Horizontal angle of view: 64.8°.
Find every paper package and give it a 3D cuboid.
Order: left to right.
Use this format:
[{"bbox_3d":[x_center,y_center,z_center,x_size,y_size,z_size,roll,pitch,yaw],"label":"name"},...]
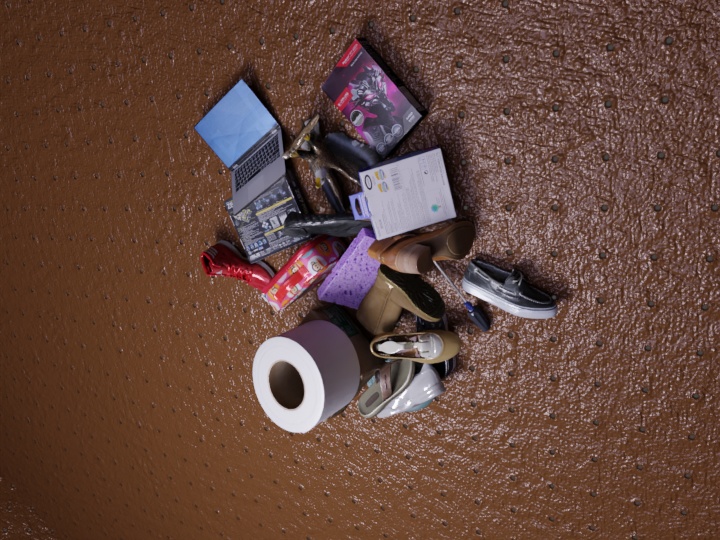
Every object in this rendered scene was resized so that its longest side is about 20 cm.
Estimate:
[{"bbox_3d":[-0.071,0.210,1.331,0.201,0.102,0.192,49,122,17],"label":"paper package"}]

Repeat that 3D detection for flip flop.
[{"bbox_3d":[0.051,0.244,1.251,0.057,0.082,0.201,25,115,-35],"label":"flip flop"}]

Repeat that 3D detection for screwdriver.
[{"bbox_3d":[0.205,0.055,1.165,0.200,0.029,0.028,45,160,-20],"label":"screwdriver"}]

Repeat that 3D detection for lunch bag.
[{"bbox_3d":[-0.129,0.008,1.259,0.082,0.176,0.199,48,122,0],"label":"lunch bag"}]

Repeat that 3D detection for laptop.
[{"bbox_3d":[-0.269,-0.267,1.255,0.185,0.114,0.205,-30,56,33],"label":"laptop"}]

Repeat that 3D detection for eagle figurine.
[{"bbox_3d":[-0.063,-0.216,1.187,0.197,0.154,0.151,31,171,-27],"label":"eagle figurine"}]

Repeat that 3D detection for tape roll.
[{"bbox_3d":[-0.116,0.223,1.218,0.198,0.138,0.210,8,104,33],"label":"tape roll"}]

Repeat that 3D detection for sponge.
[{"bbox_3d":[0.000,0.000,1.240,0.109,0.030,0.201,17,127,-32],"label":"sponge"}]

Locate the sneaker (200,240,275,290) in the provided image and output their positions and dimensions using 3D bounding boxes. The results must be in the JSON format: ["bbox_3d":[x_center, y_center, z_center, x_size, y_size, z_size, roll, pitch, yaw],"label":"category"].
[{"bbox_3d":[-0.306,0.008,1.383,0.196,0.115,0.080,27,119,14],"label":"sneaker"}]

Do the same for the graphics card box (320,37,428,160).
[{"bbox_3d":[0.026,-0.338,1.123,0.201,0.051,0.125,49,122,1],"label":"graphics card box"}]

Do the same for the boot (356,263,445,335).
[{"bbox_3d":[0.082,0.087,1.216,0.175,0.066,0.202,42,145,16],"label":"boot"}]

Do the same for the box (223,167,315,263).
[{"bbox_3d":[-0.210,-0.124,1.324,0.196,0.049,0.165,-19,102,31],"label":"box"}]

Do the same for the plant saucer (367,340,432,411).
[{"bbox_3d":[0.086,0.249,1.329,0.195,0.036,0.206,10,114,23],"label":"plant saucer"}]

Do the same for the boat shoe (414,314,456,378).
[{"bbox_3d":[0.154,0.141,1.234,0.068,0.066,0.205,-10,105,29],"label":"boat shoe"}]

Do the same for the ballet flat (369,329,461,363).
[{"bbox_3d":[0.111,0.161,1.180,0.194,0.063,0.071,-6,85,19],"label":"ballet flat"}]

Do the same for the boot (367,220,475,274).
[{"bbox_3d":[0.122,-0.059,1.137,0.153,0.197,0.076,16,121,49],"label":"boot"}]

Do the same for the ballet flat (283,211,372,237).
[{"bbox_3d":[-0.070,-0.106,1.190,0.193,0.058,0.067,-1,150,11],"label":"ballet flat"}]

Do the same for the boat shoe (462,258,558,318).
[{"bbox_3d":[0.294,0.034,1.119,0.195,0.072,0.073,19,121,21],"label":"boat shoe"}]

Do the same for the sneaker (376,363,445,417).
[{"bbox_3d":[0.102,0.265,1.275,0.198,0.074,0.090,-35,72,35],"label":"sneaker"}]

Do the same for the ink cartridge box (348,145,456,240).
[{"bbox_3d":[0.076,-0.149,1.113,0.194,0.076,0.140,-16,103,3],"label":"ink cartridge box"}]
